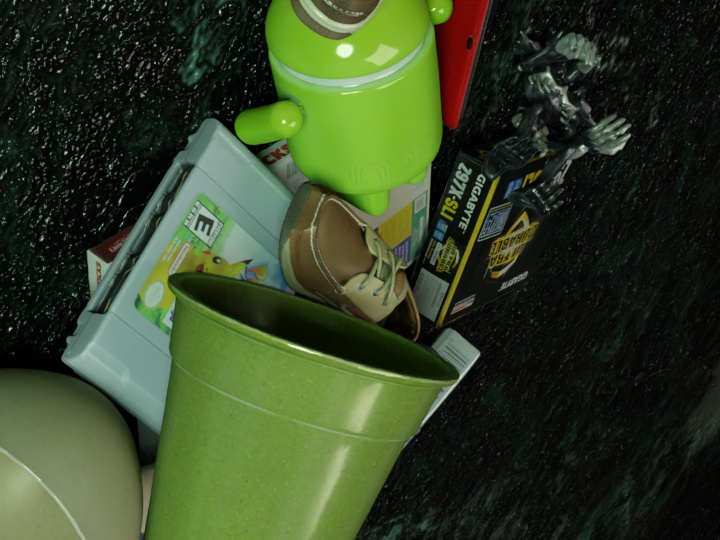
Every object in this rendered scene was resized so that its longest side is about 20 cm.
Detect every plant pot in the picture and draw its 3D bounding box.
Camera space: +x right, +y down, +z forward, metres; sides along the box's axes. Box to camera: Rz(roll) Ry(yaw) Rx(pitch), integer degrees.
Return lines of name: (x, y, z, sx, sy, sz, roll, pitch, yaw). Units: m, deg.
plant pot: (-0.218, 0.141, 0.989, 0.135, 0.200, 0.201, -50, 157, -52)
plant pot: (-0.060, 0.123, 0.998, 0.200, 0.199, 0.191, 10, 101, -59)

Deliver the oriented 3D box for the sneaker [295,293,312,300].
sneaker: (-0.030, 0.050, 1.241, 0.083, 0.077, 0.201, -14, 118, -31)

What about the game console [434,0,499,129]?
game console: (0.102, -0.232, 1.141, 0.172, 0.119, 0.201, -25, 139, -43)

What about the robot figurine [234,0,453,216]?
robot figurine: (-0.003, -0.136, 1.077, 0.175, 0.116, 0.200, -39, 143, -24)

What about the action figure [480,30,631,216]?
action figure: (0.176, -0.139, 1.312, 0.119, 0.102, 0.200, 51, 44, -25)

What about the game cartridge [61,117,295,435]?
game cartridge: (-0.110, 0.012, 1.069, 0.133, 0.040, 0.201, 44, 66, -41)

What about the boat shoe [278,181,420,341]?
boat shoe: (0.000, 0.000, 1.110, 0.200, 0.074, 0.076, 58, 49, -61)

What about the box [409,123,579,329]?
box: (0.126, -0.045, 1.417, 0.200, 0.049, 0.160, -21, 135, -58)

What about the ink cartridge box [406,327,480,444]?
ink cartridge box: (0.025, 0.137, 1.381, 0.200, 0.041, 0.200, -50, 180, -2)

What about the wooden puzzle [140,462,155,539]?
wooden puzzle: (-0.142, 0.233, 1.203, 0.184, 0.046, 0.200, -18, 132, 2)

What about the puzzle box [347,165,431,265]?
puzzle box: (0.006, -0.055, 1.274, 0.133, 0.025, 0.201, -38, 147, -31)

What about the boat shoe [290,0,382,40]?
boat shoe: (0.022, -0.240, 0.984, 0.075, 0.074, 0.203, -39, -151, 57)

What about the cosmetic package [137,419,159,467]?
cosmetic package: (-0.118, 0.102, 1.200, 0.102, 0.074, 0.201, -34, 144, -32)

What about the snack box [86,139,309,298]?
snack box: (-0.114, -0.028, 1.121, 0.200, 0.024, 0.072, -34, 145, -35)

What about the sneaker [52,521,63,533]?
sneaker: (-0.179, 0.239, 1.064, 0.080, 0.115, 0.200, 26, 60, -45)

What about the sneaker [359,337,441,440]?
sneaker: (-0.001, 0.125, 1.160, 0.086, 0.078, 0.200, 6, 138, -28)
